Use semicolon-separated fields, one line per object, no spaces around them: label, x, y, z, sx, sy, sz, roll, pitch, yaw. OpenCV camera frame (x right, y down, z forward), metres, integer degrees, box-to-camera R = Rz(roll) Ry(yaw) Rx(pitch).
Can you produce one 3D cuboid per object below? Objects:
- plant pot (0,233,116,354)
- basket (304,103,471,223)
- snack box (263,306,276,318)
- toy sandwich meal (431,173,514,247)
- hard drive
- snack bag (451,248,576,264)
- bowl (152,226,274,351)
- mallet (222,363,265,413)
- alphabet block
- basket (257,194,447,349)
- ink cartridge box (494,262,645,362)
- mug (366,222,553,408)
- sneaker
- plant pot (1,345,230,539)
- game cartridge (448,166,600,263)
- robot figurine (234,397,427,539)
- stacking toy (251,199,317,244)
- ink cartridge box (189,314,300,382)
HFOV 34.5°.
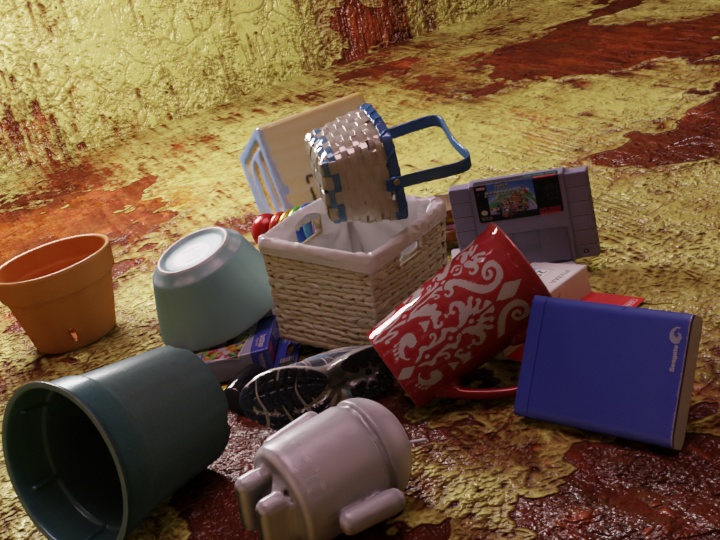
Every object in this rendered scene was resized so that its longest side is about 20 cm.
plant pot;-0.486;0.044;1.895;0.196;0.142;0.201;-13;19;5
basket;0.034;-0.147;1.530;0.197;0.141;0.177;-19;27;-2
snack box;-0.124;0.020;1.794;0.167;0.069;0.199;4;29;43
toy sandwich meal;0.200;-0.099;1.866;0.201;0.071;0.206;-14;20;5
hard drive;0.254;0.102;1.214;0.025;0.135;0.198;15;-6;-43
snack bag;0.221;-0.014;1.698;0.185;0.022;0.201;-12;20;10
bowl;-0.219;0.013;1.664;0.198;0.106;0.202;-19;29;11
mallet;-0.215;0.166;1.530;0.197;0.042;0.066;-12;22;26
alphabet block;-0.073;-0.162;1.981;0.197;0.198;0.196;-20;-3;-17
basket;0.000;0.000;1.589;0.197;0.164;0.198;8;29;35
ink cartridge box;0.235;0.052;1.475;0.174;0.045;0.199;5;28;46
mug;0.123;0.069;1.344;0.199;0.134;0.178;-37;43;0
sneaker;-0.056;0.142;1.435;0.196;0.079;0.086;-13;7;-14
plant pot;-0.260;0.185;1.295;0.198;0.204;0.195;0;17;37
game cartridge;0.228;-0.072;1.622;0.196;0.132;0.038;-7;23;19
robot figurine;-0.028;0.202;1.165;0.198;0.114;0.169;-26;43;-28
stacking toy;-0.095;-0.066;1.805;0.198;0.087;0.085;-5;21;40
ink cartridge box;-0.182;0.114;1.631;0.196;0.043;0.120;-11;20;7
